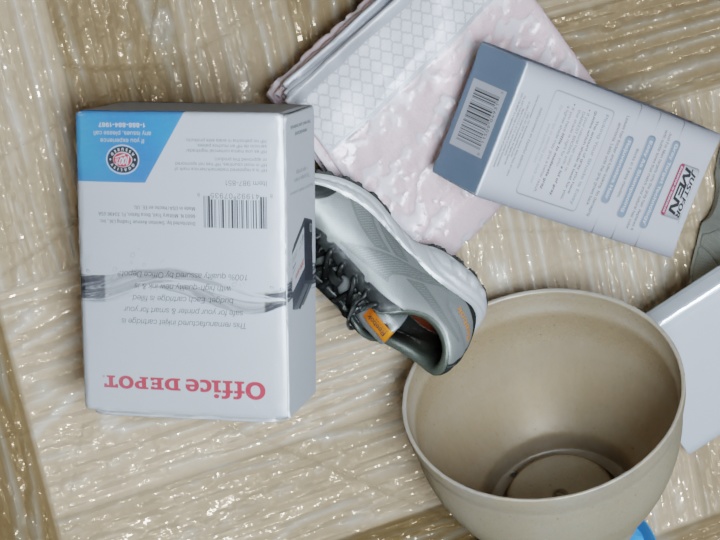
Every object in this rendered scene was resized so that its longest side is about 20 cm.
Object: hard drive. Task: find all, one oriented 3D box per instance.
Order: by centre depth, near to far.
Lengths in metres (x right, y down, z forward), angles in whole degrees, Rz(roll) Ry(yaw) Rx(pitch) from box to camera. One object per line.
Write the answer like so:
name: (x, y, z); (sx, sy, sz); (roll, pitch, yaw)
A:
hard drive: (0.303, 0.042, 1.391); (0.199, 0.026, 0.132); (-33, 125, 8)

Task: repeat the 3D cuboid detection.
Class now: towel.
towel: (0.060, -0.122, 1.313); (0.200, 0.032, 0.191); (-44, 118, -7)

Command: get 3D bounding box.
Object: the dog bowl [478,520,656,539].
dog bowl: (0.131, 0.243, 1.398); (0.199, 0.050, 0.112); (-23, 105, -15)

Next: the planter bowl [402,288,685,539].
planter bowl: (0.137, 0.131, 1.323); (0.199, 0.200, 0.135); (-26, 133, -14)

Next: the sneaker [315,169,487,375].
sneaker: (0.000, 0.000, 1.281); (0.199, 0.074, 0.080); (32, 48, -13)

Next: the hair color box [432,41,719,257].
hair color box: (0.157, -0.084, 1.319); (0.199, 0.061, 0.100); (15, 101, -36)

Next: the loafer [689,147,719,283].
loafer: (0.312, -0.064, 1.411); (0.063, 0.072, 0.202); (11, 101, -37)

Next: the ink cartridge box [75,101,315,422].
ink cartridge box: (-0.107, -0.009, 1.225); (0.144, 0.084, 0.202); (2, 99, 13)
